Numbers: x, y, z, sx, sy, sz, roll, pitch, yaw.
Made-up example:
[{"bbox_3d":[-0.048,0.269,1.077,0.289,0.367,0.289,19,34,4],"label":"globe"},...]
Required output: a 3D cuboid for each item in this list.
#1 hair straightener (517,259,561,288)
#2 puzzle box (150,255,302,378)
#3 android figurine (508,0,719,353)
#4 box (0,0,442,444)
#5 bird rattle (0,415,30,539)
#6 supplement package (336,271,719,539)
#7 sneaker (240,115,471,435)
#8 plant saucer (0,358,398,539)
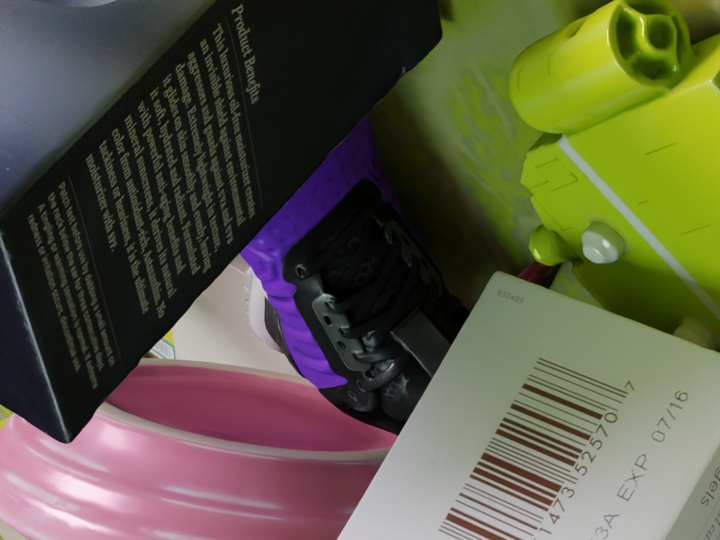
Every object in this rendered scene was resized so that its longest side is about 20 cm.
[{"bbox_3d":[0.069,0.060,1.074,0.077,0.041,0.200,39,154,6],"label":"hair straightener"},{"bbox_3d":[-0.062,0.012,1.214,0.200,0.025,0.133,33,155,19],"label":"puzzle box"},{"bbox_3d":[0.122,-0.011,0.879,0.182,0.041,0.200,47,154,-13],"label":"android figurine"},{"bbox_3d":[-0.112,-0.090,0.898,0.199,0.198,0.124,29,152,25],"label":"box"},{"bbox_3d":[-0.110,0.113,1.365,0.200,0.113,0.163,36,143,-15],"label":"bird rattle"},{"bbox_3d":[0.105,0.108,0.951,0.117,0.117,0.200,20,165,41],"label":"supplement package"},{"bbox_3d":[0.000,0.000,1.021,0.100,0.069,0.200,47,169,26],"label":"sneaker"},{"bbox_3d":[-0.048,0.076,1.096,0.199,0.051,0.201,10,-170,-2],"label":"plant saucer"}]
